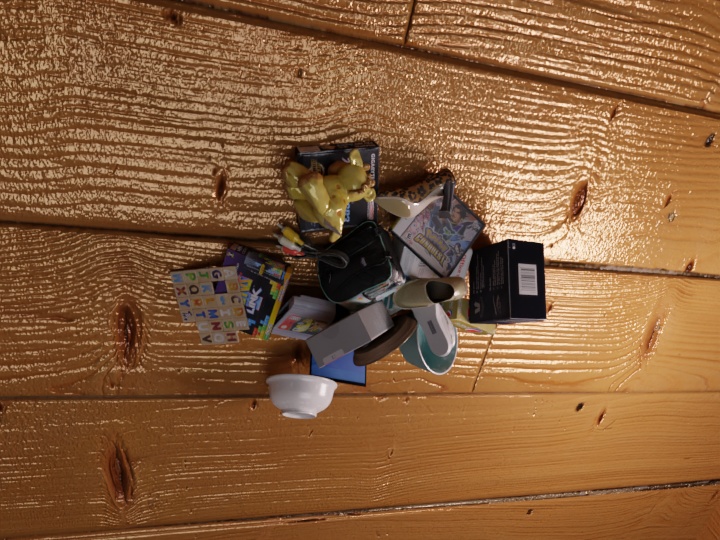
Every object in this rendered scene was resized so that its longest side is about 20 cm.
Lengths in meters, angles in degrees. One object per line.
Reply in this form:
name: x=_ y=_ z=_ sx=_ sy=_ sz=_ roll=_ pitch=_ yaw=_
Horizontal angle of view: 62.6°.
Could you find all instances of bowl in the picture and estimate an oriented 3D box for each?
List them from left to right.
bowl: x=-0.162 y=0.348 z=1.604 sx=0.197 sy=0.092 sz=0.202 roll=2 pitch=157 yaw=1
bowl: x=0.175 y=0.187 z=1.641 sx=0.104 sy=0.203 sz=0.201 roll=-10 pitch=136 yaw=40

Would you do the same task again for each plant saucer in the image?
plant saucer: x=0.058 y=0.176 z=1.536 sx=0.199 sy=0.200 sz=0.030 roll=-34 pitch=101 yaw=4

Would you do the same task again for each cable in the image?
cable: x=-0.121 y=-0.039 z=1.418 sx=0.050 sy=0.198 sz=0.098 roll=-44 pitch=156 yaw=-40

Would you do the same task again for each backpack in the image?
backpack: x=0.000 y=0.000 z=1.463 sx=0.198 sy=0.178 sz=0.153 roll=-28 pitch=156 yaw=13

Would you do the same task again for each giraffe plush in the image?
giraffe plush: x=-0.054 y=-0.183 z=1.300 sx=0.162 sy=0.200 sz=0.173 roll=-42 pitch=159 yaw=-17

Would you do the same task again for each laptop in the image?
laptop: x=-0.036 y=0.194 z=1.608 sx=0.175 sy=0.104 sz=0.202 roll=14 pitch=115 yaw=-25

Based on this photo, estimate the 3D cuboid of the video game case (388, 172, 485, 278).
video game case: x=0.194 y=-0.108 z=1.482 sx=0.199 sy=0.025 sz=0.182 roll=40 pitch=80 yaw=-16

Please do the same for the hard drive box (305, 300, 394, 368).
hard drive box: x=-0.021 y=0.152 z=1.455 sx=0.154 sy=0.200 sz=0.078 roll=-30 pitch=85 yaw=20

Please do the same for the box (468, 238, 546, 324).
box: x=0.379 y=0.036 z=1.547 sx=0.115 sy=0.200 sz=0.201 roll=4 pitch=81 yaw=-20

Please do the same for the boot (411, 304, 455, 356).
boot: x=0.191 y=0.121 z=1.551 sx=0.073 sy=0.095 sz=0.203 roll=-18 pitch=89 yaw=22

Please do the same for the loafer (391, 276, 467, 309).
loafer: x=0.163 y=0.052 z=1.468 sx=0.197 sy=0.068 sz=0.077 roll=-13 pitch=85 yaw=24

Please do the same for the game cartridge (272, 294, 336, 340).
game cartridge: x=-0.146 y=0.125 z=1.514 sx=0.131 sy=0.042 sz=0.200 roll=10 pitch=150 yaw=-26

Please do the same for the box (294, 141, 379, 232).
box: x=-0.054 y=-0.198 z=1.405 sx=0.195 sy=0.050 sz=0.203 roll=-6 pitch=122 yaw=-13

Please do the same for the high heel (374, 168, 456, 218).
high heel: x=0.130 y=-0.199 z=1.430 sx=0.196 sy=0.144 sz=0.072 roll=9 pitch=147 yaw=5

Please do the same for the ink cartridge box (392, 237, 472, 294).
ink cartridge box: x=0.179 y=-0.016 z=1.565 sx=0.196 sy=0.085 sz=0.147 roll=3 pitch=119 yaw=-18

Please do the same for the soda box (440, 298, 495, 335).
soda box: x=0.300 y=0.130 z=1.661 sx=0.198 sy=0.067 sz=0.065 roll=24 pitch=67 yaw=-42

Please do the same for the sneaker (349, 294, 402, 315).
sneaker: x=0.056 y=0.075 z=1.588 sx=0.198 sy=0.070 sz=0.094 roll=-30 pitch=105 yaw=-9

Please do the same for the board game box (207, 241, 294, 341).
board game box: x=-0.269 y=0.053 z=1.448 sx=0.163 sy=0.057 sz=0.202 roll=20 pitch=113 yaw=-5

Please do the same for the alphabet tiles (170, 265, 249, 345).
alphabet tiles: x=-0.362 y=0.089 z=1.438 sx=0.164 sy=0.008 sz=0.203 roll=-5 pitch=111 yaw=8
